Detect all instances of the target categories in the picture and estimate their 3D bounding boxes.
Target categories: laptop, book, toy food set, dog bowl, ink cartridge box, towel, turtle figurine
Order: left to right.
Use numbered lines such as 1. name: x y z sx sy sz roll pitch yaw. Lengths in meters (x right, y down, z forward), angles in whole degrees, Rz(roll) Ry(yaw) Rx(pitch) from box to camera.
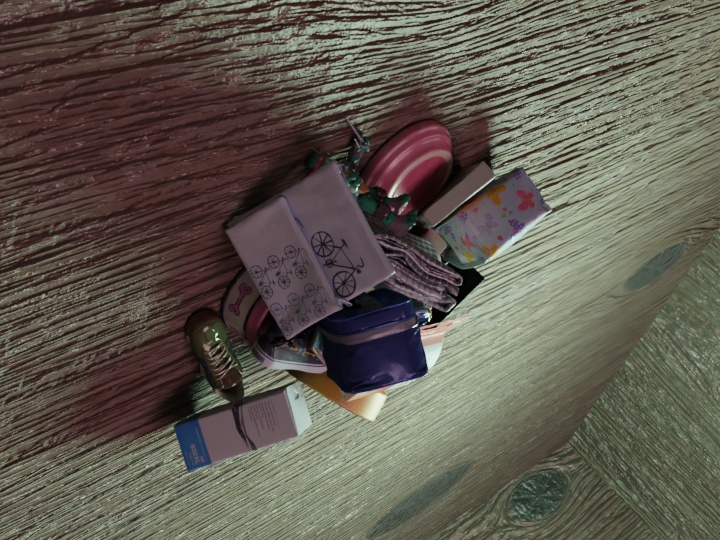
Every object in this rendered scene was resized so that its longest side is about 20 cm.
1. ink cartridge box: -0.195 0.261 1.731 0.199 0.084 0.145 -18 178 6
2. dog bowl: -0.124 0.043 1.648 0.200 0.074 0.201 -34 153 -20
3. turtle figurine: -0.008 -0.134 1.500 0.200 0.150 0.101 35 125 -26
4. towel: 0.055 -0.022 1.618 0.199 0.166 0.086 24 97 -27
5. ink cartridge box: 0.079 0.147 1.698 0.162 0.050 0.200 -8 160 -46
6. toy food set: 0.091 -0.007 1.834 0.143 0.060 0.200 -44 -178 2
7. laptop: 0.173 0.069 2.084 0.187 0.116 0.200 -45 155 4
8. book: 0.156 -0.122 1.743 0.133 0.048 0.200 -40 -178 -2

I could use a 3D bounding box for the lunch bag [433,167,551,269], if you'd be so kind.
1. lunch bag: 0.232 -0.094 1.905 0.169 0.127 0.200 -37 -179 -12

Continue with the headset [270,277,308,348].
1. headset: -0.111 0.011 1.503 0.094 0.123 0.201 -21 111 -32

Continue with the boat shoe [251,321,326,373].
1. boat shoe: -0.083 0.111 1.643 0.091 0.071 0.200 -52 153 19

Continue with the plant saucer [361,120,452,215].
1. plant saucer: 0.080 -0.152 1.678 0.200 0.051 0.201 -34 153 -20

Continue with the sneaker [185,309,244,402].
1. sneaker: -0.222 0.145 1.638 0.067 0.090 0.201 -33 153 -19

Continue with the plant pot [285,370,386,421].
1. plant pot: -0.015 0.144 1.855 0.184 0.200 0.200 -59 155 -2

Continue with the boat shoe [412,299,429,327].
1. boat shoe: 0.044 0.083 1.673 0.072 0.073 0.200 -9 161 -30

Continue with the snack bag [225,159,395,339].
1. snack bag: -0.069 -0.027 1.425 0.199 0.189 0.021 -29 179 20

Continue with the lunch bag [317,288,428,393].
1. lunch bag: 0.010 0.091 1.519 0.135 0.133 0.200 -13 -171 -14

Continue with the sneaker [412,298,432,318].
1. sneaker: 0.096 0.062 1.818 0.078 0.077 0.200 -32 -175 30

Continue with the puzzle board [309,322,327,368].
1. puzzle board: -0.029 0.089 1.680 0.200 0.017 0.151 59 46 -64
